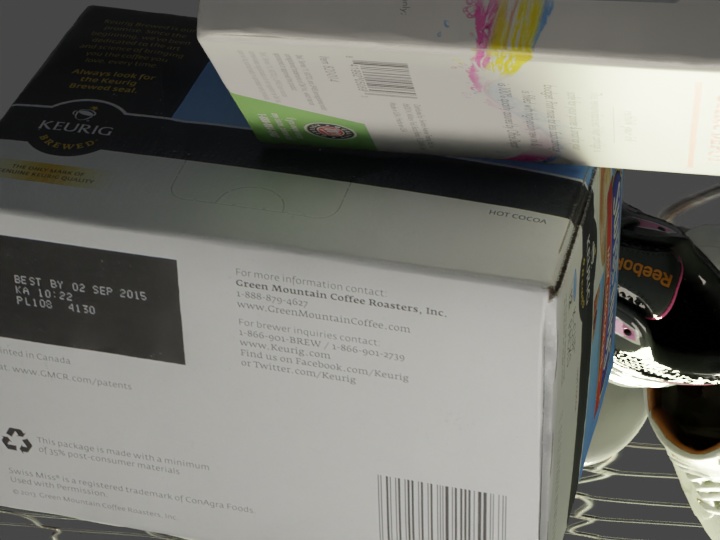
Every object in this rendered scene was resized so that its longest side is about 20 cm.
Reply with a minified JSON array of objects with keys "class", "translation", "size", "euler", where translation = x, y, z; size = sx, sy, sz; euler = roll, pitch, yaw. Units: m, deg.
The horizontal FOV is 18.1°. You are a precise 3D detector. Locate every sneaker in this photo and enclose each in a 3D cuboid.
[{"class":"sneaker","translation":[0.082,-0.008,0.867],"size":[0.200,0.081,0.086],"euler":[20,174,-32]},{"class":"sneaker","translation":[0.164,0.080,1.056],"size":[0.073,0.085,0.200],"euler":[4,131,29]}]

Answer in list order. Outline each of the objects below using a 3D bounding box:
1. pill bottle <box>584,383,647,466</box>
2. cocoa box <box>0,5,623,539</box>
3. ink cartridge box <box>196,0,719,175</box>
[{"class":"pill bottle","translation":[0.046,0.048,1.127],"size":[0.111,0.112,0.200],"euler":[13,165,-33]},{"class":"cocoa box","translation":[-0.019,0.006,0.760],"size":[0.199,0.131,0.134],"euler":[8,127,13]},{"class":"ink cartridge box","translation":[0.063,-0.075,0.646],"size":[0.199,0.068,0.117],"euler":[5,169,7]}]
